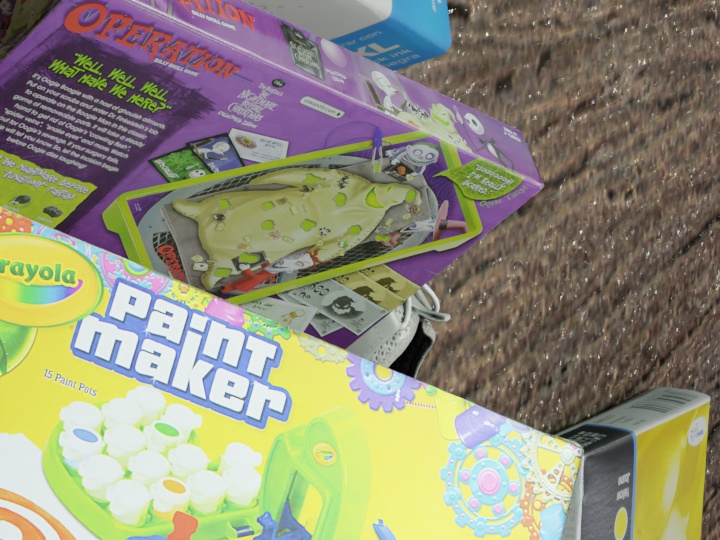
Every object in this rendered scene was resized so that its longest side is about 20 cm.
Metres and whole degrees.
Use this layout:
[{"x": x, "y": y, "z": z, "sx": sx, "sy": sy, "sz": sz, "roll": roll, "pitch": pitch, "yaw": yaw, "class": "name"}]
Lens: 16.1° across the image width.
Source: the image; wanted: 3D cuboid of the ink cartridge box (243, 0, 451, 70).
[{"x": -0.057, "y": -0.148, "z": 0.778, "sx": 0.200, "sy": 0.084, "sz": 0.146, "roll": 22, "pitch": 58, "yaw": -62, "class": "ink cartridge box"}]

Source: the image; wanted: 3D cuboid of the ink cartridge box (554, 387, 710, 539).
[{"x": 0.133, "y": 0.176, "z": 1.354, "sx": 0.198, "sy": 0.047, "sz": 0.200, "roll": -16, "pitch": 108, "yaw": -64, "class": "ink cartridge box"}]

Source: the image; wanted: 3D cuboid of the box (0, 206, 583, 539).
[{"x": -0.069, "y": 0.110, "z": 0.707, "sx": 0.200, "sy": 0.122, "sz": 0.193, "roll": 24, "pitch": 70, "yaw": -22, "class": "box"}]

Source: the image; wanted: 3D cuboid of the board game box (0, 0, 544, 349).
[{"x": -0.050, "y": -0.028, "z": 0.774, "sx": 0.200, "sy": 0.120, "sz": 0.032, "roll": 22, "pitch": 42, "yaw": -45, "class": "board game box"}]

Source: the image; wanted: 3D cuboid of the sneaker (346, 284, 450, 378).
[{"x": 0.000, "y": 0.000, "z": 0.983, "sx": 0.075, "sy": 0.082, "sz": 0.200, "roll": -30, "pitch": 122, "yaw": -60, "class": "sneaker"}]
